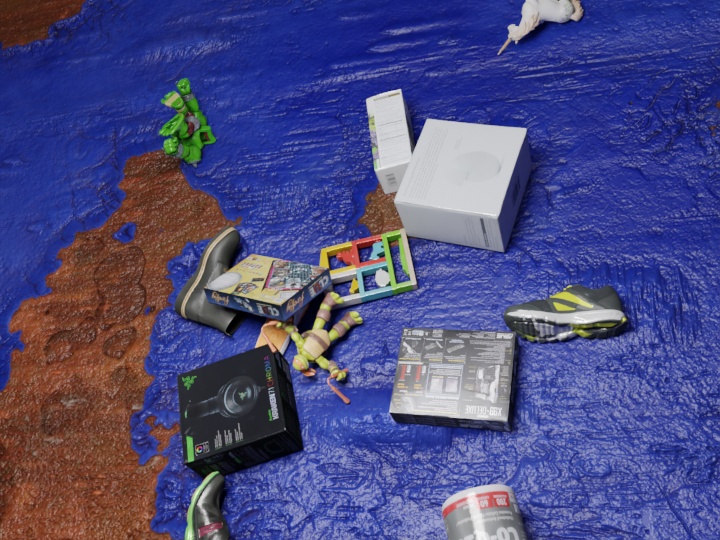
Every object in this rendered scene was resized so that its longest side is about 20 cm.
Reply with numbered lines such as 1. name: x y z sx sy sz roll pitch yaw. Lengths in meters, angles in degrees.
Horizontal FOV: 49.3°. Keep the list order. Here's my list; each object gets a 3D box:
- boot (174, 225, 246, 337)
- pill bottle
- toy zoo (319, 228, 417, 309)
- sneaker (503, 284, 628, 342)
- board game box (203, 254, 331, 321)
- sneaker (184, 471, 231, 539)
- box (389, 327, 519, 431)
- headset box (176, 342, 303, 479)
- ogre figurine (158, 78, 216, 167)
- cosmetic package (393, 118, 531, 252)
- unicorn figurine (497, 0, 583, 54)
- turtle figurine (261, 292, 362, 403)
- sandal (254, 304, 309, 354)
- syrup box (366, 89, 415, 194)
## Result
1. boot: -0.255 0.024 1.532 0.137 0.077 0.201 23 80 24
2. pill bottle: 0.189 0.417 1.100 0.113 0.114 0.201 -17 55 7
3. toy zoo: 0.000 0.000 1.478 0.198 0.021 0.132 -13 55 6
4. sneaker: 0.338 0.068 1.306 0.198 0.075 0.085 1 53 9
5. board game box: -0.169 0.027 1.428 0.199 0.035 0.135 10 35 38
6. sneaker: -0.242 0.430 1.272 0.083 0.077 0.202 5 62 1
7. box: 0.157 0.177 1.302 0.198 0.050 0.159 0 59 19
8. headset box: -0.217 0.246 1.358 0.198 0.093 0.175 -19 54 7
9. ogre figurine: -0.389 -0.318 1.759 0.097 0.120 0.201 -25 53 7
10. cosmetic package: 0.194 -0.161 1.460 0.198 0.123 0.201 12 63 23
11. unicorn figurine: 0.383 -0.557 1.675 0.198 0.074 0.139 -8 67 7
12. turtle figurine: -0.067 0.130 1.390 0.200 0.064 0.162 40 64 1
13. sandal: -0.149 0.078 1.462 0.078 0.059 0.208 7 61 22
14. syrup box: 0.066 -0.264 1.595 0.081 0.079 0.201 -14 56 10
